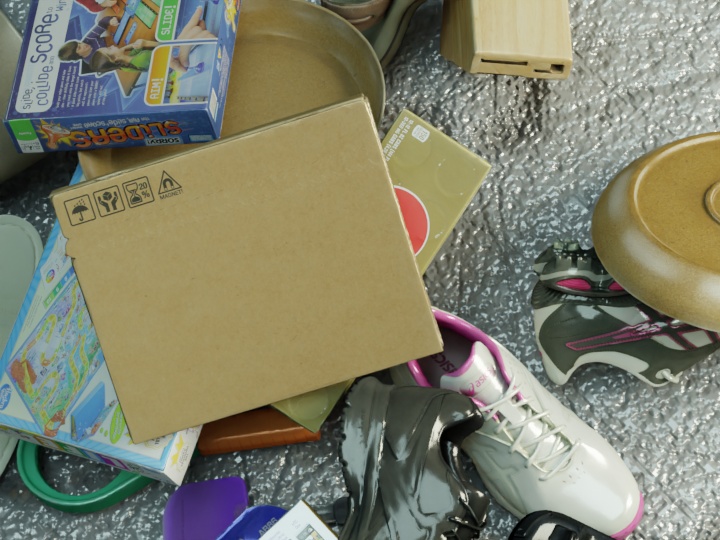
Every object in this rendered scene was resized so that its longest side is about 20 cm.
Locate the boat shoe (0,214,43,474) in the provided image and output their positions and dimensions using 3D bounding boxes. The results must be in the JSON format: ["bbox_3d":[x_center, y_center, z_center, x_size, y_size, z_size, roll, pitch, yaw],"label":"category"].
[{"bbox_3d":[-0.260,0.062,1.576,0.060,0.072,0.202,5,82,56],"label":"boat shoe"}]

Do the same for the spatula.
[{"bbox_3d":[-0.032,0.153,1.516,0.200,0.021,0.057,-7,69,9],"label":"spatula"}]

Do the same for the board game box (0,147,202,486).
[{"bbox_3d":[-0.144,0.023,1.518,0.134,0.034,0.200,15,74,19],"label":"board game box"}]

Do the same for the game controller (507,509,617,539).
[{"bbox_3d":[0.106,0.247,1.423,0.042,0.104,0.200,3,67,59],"label":"game controller"}]

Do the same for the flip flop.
[{"bbox_3d":[0.008,-0.186,1.552,0.057,0.200,0.081,10,60,-26],"label":"flip flop"}]

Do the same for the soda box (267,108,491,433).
[{"bbox_3d":[0.000,0.000,1.488,0.068,0.064,0.200,33,93,-1],"label":"soda box"}]

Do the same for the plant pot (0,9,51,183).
[{"bbox_3d":[-0.331,-0.097,1.598,0.200,0.187,0.187,-37,67,13],"label":"plant pot"}]

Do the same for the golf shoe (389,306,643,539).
[{"bbox_3d":[0.089,0.094,1.475,0.200,0.092,0.075,39,82,19],"label":"golf shoe"}]

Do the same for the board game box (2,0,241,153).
[{"bbox_3d":[-0.147,-0.166,1.546,0.135,0.034,0.200,-2,53,12],"label":"board game box"}]

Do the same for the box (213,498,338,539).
[{"bbox_3d":[-0.026,0.236,1.463,0.119,0.041,0.200,-44,78,-5],"label":"box"}]

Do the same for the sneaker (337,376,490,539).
[{"bbox_3d":[0.031,0.160,1.413,0.091,0.076,0.200,-1,77,15],"label":"sneaker"}]

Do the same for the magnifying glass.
[{"bbox_3d":[-0.125,0.111,1.548,0.200,0.022,0.080,-7,62,6],"label":"magnifying glass"}]

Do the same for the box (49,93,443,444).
[{"bbox_3d":[-0.068,0.001,1.437,0.200,0.021,0.164,-17,99,3],"label":"box"}]

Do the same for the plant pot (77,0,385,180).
[{"bbox_3d":[-0.080,-0.093,1.516,0.200,0.028,0.200,-6,54,9],"label":"plant pot"}]

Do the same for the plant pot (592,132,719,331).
[{"bbox_3d":[0.243,-0.031,1.460,0.200,0.028,0.200,1,37,-1],"label":"plant pot"}]

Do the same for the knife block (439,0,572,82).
[{"bbox_3d":[0.094,-0.217,1.537,0.064,0.200,0.176,3,100,-6],"label":"knife block"}]

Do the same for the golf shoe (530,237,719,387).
[{"bbox_3d":[0.207,0.026,1.494,0.200,0.077,0.088,1,101,5],"label":"golf shoe"}]
